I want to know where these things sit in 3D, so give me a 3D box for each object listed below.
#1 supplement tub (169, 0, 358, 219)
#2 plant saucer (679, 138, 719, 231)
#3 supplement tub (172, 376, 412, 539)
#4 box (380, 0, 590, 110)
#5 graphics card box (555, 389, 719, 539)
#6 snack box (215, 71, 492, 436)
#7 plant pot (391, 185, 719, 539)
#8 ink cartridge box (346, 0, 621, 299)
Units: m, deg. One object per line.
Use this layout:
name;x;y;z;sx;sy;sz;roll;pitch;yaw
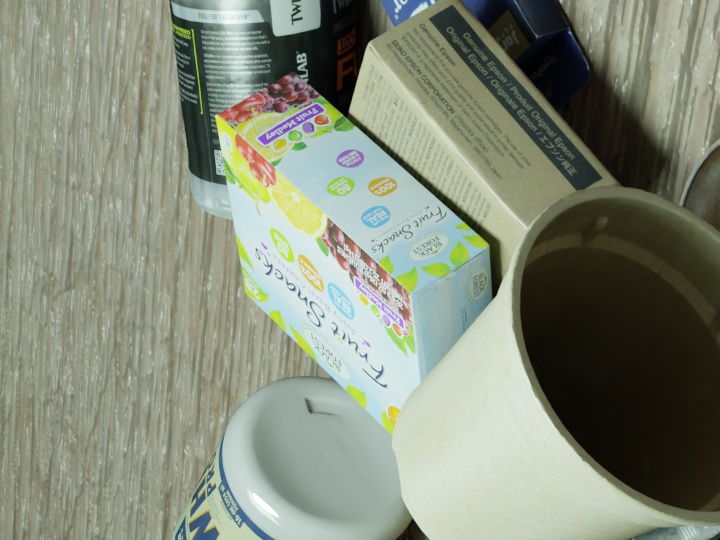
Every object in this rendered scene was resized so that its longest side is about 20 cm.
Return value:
supplement tub;-0.063;-0.142;1.791;0.122;0.122;0.200;20;122;48
plant saucer;0.258;0.010;1.509;0.200;0.032;0.200;29;129;43
supplement tub;-0.053;0.185;1.918;0.145;0.145;0.200;54;142;22
box;0.062;-0.177;1.685;0.200;0.032;0.121;61;145;11
graphics card box;0.157;0.136;1.629;0.200;0.051;0.126;-42;65;33
snack box;0.000;0.000;1.663;0.200;0.068;0.169;45;155;34
plant pot;0.120;0.083;1.519;0.183;0.200;0.201;-41;72;48
ink cartridge box;0.065;-0.047;1.654;0.165;0.075;0.200;50;156;16
